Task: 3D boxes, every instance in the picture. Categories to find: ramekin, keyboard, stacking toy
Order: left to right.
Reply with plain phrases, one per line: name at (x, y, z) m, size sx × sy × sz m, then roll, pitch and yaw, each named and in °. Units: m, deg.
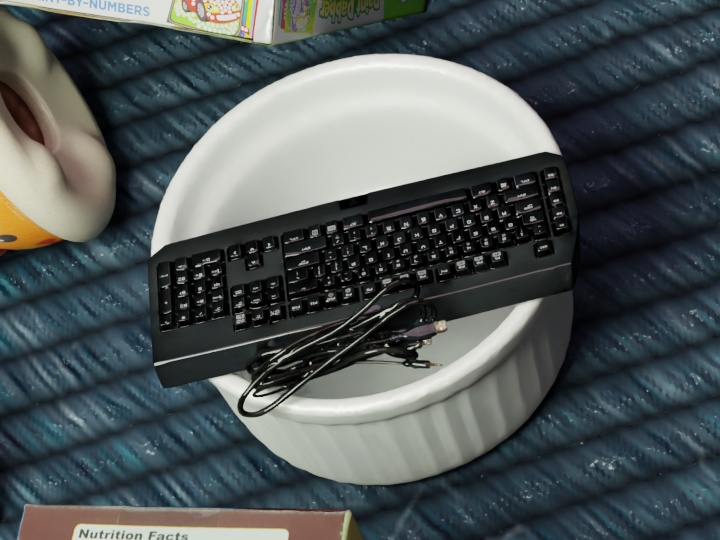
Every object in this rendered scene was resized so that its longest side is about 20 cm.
stacking toy at (-0.241, -0.039, 1.166) m, size 0.199 × 0.146 × 0.147 m, roll -31°, pitch 52°, yaw 17°
keyboard at (0.000, 0.000, 0.983) m, size 0.199 × 0.040 × 0.105 m, roll -15°, pitch 53°, yaw 7°
ramekin at (0.009, 0.004, 1.062) m, size 0.199 × 0.098 × 0.201 m, roll -8°, pitch 55°, yaw 11°

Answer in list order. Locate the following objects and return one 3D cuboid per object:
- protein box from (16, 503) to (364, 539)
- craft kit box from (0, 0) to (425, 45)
protein box at (-0.060, 0.224, 0.868) m, size 0.134 × 0.199 × 0.201 m, roll 0°, pitch 57°, yaw 15°
craft kit box at (-0.090, -0.157, 1.155) m, size 0.196 × 0.200 × 0.049 m, roll 13°, pitch 105°, yaw 20°
